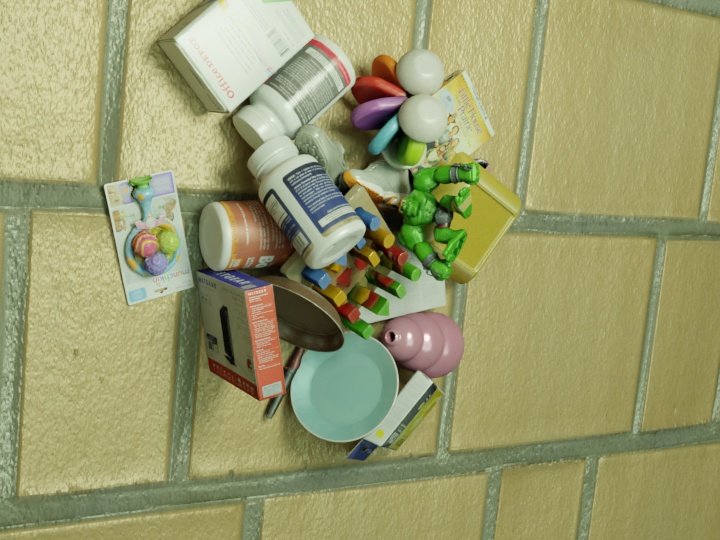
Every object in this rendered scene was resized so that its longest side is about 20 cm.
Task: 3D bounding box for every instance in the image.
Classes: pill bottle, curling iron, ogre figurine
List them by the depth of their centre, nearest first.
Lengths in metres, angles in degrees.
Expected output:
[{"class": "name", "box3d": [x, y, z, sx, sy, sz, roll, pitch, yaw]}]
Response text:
[{"class": "pill bottle", "box3d": [-0.090, -0.111, 1.539, 0.111, 0.111, 0.200, -31, 77, -23]}, {"class": "pill bottle", "box3d": [-0.111, -0.285, 1.601, 0.200, 0.111, 0.111, -46, 119, -17]}, {"class": "pill bottle", "box3d": [-0.157, -0.061, 1.616, 0.199, 0.112, 0.113, -5, 102, -31]}, {"class": "ogre figurine", "box3d": [0.128, -0.094, 1.671, 0.098, 0.120, 0.201, -27, 129, -44]}, {"class": "curling iron", "box3d": [-0.125, 0.169, 1.729, 0.201, 0.025, 0.050, -65, 160, -1]}]

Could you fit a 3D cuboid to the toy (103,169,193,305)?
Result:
[{"class": "toy", "box3d": [-0.328, -0.050, 1.549, 0.115, 0.047, 0.201, -17, 107, -27]}]

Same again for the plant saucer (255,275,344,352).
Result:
[{"class": "plant saucer", "box3d": [-0.111, 0.068, 1.628, 0.200, 0.200, 0.035, 45, 58, -30]}]

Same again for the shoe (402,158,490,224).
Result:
[{"class": "shoe", "box3d": [0.161, -0.143, 1.808, 0.200, 0.071, 0.091, -24, 137, -31]}]

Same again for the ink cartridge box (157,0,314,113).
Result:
[{"class": "ink cartridge box", "box3d": [-0.197, -0.366, 1.546, 0.200, 0.087, 0.145, -46, 118, -18]}]

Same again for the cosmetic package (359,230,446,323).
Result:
[{"class": "cosmetic package", "box3d": [0.063, 0.006, 1.803, 0.199, 0.052, 0.151, -11, 107, -30]}]

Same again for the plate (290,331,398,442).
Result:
[{"class": "plate", "box3d": [-0.027, 0.207, 1.722, 0.201, 0.200, 0.026, -56, 153, -10]}]

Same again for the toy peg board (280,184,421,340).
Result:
[{"class": "toy peg board", "box3d": [0.000, 0.000, 1.643, 0.200, 0.098, 0.199, -50, 139, -15]}]

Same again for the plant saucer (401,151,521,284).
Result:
[{"class": "plant saucer", "box3d": [0.197, -0.085, 1.783, 0.200, 0.048, 0.200, 32, 94, -39]}]

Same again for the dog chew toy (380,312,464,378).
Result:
[{"class": "dog chew toy", "box3d": [0.107, 0.132, 1.790, 0.200, 0.124, 0.125, 17, 90, -55]}]

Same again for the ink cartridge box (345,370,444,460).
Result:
[{"class": "ink cartridge box", "box3d": [0.068, 0.279, 1.776, 0.200, 0.047, 0.198, -52, 165, -3]}]

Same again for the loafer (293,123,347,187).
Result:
[{"class": "loafer", "box3d": [-0.063, -0.194, 1.633, 0.200, 0.070, 0.070, 72, 41, -68]}]

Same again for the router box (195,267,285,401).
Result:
[{"class": "router box", "box3d": [-0.195, 0.096, 1.572, 0.049, 0.200, 0.180, -14, 105, -29]}]

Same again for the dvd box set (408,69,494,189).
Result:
[{"class": "dvd box set", "box3d": [0.149, -0.259, 1.817, 0.200, 0.029, 0.147, -39, 117, -19]}]

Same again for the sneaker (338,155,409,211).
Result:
[{"class": "sneaker", "box3d": [0.024, -0.164, 1.720, 0.200, 0.075, 0.092, 15, 74, -59]}]

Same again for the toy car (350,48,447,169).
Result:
[{"class": "toy car", "box3d": [0.055, -0.274, 1.654, 0.149, 0.175, 0.201, 2, 73, -15]}]
